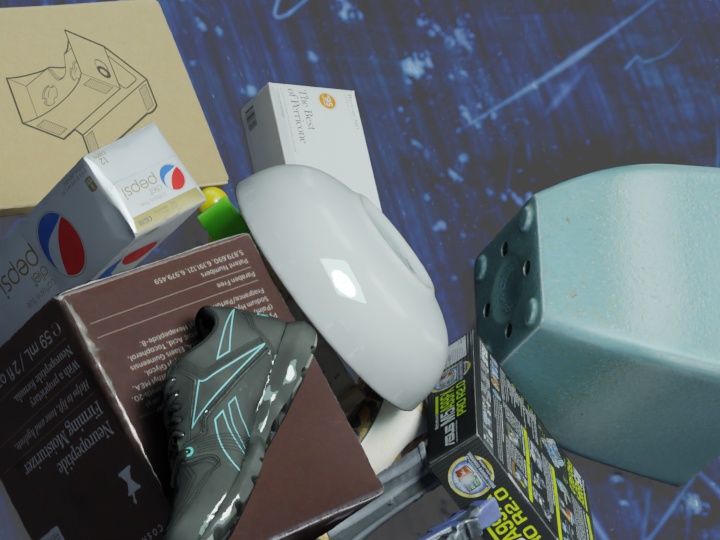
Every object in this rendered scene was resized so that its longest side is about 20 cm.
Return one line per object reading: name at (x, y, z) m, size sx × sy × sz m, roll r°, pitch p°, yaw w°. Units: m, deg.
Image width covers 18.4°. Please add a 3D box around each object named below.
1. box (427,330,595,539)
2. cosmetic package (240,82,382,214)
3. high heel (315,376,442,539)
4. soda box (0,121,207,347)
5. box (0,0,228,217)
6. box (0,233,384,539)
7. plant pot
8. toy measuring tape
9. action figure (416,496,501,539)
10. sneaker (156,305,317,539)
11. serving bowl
box at (0.110, 0.148, 1.607) m, size 0.160 × 0.044 × 0.200 m, roll 54°, pitch 13°, yaw -15°
cosmetic package at (-0.028, -0.044, 1.705) m, size 0.083 × 0.051 × 0.200 m, roll 3°, pitch 63°, yaw -35°
high heel at (-0.016, 0.136, 1.615) m, size 0.071 × 0.143 × 0.200 m, roll 51°, pitch 10°, yaw -23°
soda box at (-0.186, -0.017, 1.472) m, size 0.068 × 0.200 × 0.064 m, roll -31°, pitch 84°, yaw -42°
box at (-0.209, -0.123, 1.641) m, size 0.200 × 0.021 × 0.164 m, roll -9°, pitch 70°, yaw -38°
box at (-0.126, 0.111, 1.464) m, size 0.164 × 0.166 × 0.200 m, roll -19°, pitch 76°, yaw -41°
plant pot at (0.200, 0.033, 1.737) m, size 0.200 × 0.196 × 0.196 m, roll 10°, pitch 58°, yaw -20°
toy measuring tape at (-0.057, 0.021, 1.626) m, size 0.074 × 0.074 × 0.200 m, roll -25°, pitch 73°, yaw -42°
action figure at (0.023, 0.236, 1.465) m, size 0.200 × 0.193 × 0.105 m, roll -30°, pitch 98°, yaw -34°
sneaker at (-0.092, 0.101, 1.348) m, size 0.079 × 0.075 × 0.200 m, roll 25°, pitch 46°, yaw -3°
serving bowl at (0.000, 0.000, 1.548) m, size 0.200 × 0.066 × 0.200 m, roll 51°, pitch 9°, yaw -11°
